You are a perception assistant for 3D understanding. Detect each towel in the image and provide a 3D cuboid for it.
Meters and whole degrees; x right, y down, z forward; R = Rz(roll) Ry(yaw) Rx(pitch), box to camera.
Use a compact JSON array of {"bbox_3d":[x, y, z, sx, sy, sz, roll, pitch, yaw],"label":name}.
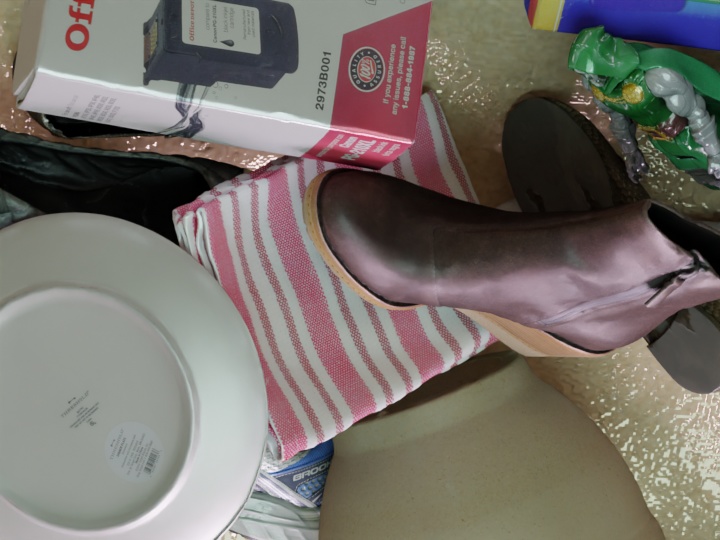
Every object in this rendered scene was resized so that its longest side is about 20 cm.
[{"bbox_3d":[0.000,0.000,1.544,0.030,0.200,0.147,-16,99,52],"label":"towel"}]

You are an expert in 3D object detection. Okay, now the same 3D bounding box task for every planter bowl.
[{"bbox_3d":[0.058,0.127,1.652,0.199,0.200,0.135,-21,95,7],"label":"planter bowl"}]

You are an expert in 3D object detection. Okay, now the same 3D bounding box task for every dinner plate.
[{"bbox_3d":[-0.145,0.070,1.498,0.199,0.024,0.201,4,104,15],"label":"dinner plate"}]

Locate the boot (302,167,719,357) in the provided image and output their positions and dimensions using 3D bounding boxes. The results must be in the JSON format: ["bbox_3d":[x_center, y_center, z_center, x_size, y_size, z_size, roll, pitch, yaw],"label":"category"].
[{"bbox_3d":[0.088,-0.019,1.493,0.200,0.073,0.166,28,149,-33],"label":"boot"}]

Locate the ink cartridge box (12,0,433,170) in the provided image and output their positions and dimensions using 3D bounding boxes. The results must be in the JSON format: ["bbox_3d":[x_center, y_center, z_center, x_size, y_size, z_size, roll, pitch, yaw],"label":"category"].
[{"bbox_3d":[-0.068,-0.143,1.475,0.199,0.084,0.145,9,80,-12],"label":"ink cartridge box"}]

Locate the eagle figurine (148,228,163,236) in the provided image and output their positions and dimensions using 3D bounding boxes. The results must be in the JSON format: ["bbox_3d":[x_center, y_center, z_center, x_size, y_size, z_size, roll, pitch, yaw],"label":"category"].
[{"bbox_3d":[-0.139,0.078,1.583,0.151,0.152,0.200,27,109,-38],"label":"eagle figurine"}]

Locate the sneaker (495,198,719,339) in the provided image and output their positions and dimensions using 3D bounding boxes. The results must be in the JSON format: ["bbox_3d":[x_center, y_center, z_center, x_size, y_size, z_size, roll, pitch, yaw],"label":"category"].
[{"bbox_3d":[0.156,0.010,1.630,0.199,0.089,0.075,5,130,-8],"label":"sneaker"}]

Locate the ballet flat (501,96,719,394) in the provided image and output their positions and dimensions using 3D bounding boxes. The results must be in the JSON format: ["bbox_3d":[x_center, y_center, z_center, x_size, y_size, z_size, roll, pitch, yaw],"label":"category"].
[{"bbox_3d":[0.150,-0.015,1.588,0.046,0.200,0.067,-16,151,-50],"label":"ballet flat"}]

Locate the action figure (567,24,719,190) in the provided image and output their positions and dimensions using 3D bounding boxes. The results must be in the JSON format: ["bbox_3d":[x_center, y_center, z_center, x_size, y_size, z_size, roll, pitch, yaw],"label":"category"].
[{"bbox_3d":[0.175,-0.075,1.542,0.200,0.118,0.055,34,69,-38],"label":"action figure"}]

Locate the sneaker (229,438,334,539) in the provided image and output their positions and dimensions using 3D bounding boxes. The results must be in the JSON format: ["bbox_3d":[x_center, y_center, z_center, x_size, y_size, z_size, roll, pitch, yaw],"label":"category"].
[{"bbox_3d":[-0.101,0.093,1.675,0.199,0.077,0.085,15,108,-22],"label":"sneaker"}]

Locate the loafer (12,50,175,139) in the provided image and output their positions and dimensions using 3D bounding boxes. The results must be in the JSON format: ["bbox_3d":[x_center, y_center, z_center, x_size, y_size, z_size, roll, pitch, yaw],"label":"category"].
[{"bbox_3d":[-0.087,-0.098,1.547,0.199,0.071,0.073,-10,123,0],"label":"loafer"}]

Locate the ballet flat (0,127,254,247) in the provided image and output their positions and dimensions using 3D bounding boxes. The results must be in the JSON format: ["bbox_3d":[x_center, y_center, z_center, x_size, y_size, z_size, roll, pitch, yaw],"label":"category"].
[{"bbox_3d":[-0.134,-0.037,1.519,0.199,0.067,0.057,5,160,-15],"label":"ballet flat"}]

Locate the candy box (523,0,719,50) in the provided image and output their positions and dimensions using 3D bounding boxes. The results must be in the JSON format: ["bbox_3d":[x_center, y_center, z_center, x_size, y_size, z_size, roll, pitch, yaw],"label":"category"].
[{"bbox_3d":[0.195,-0.205,1.509,0.199,0.077,0.170,6,120,-9],"label":"candy box"}]
